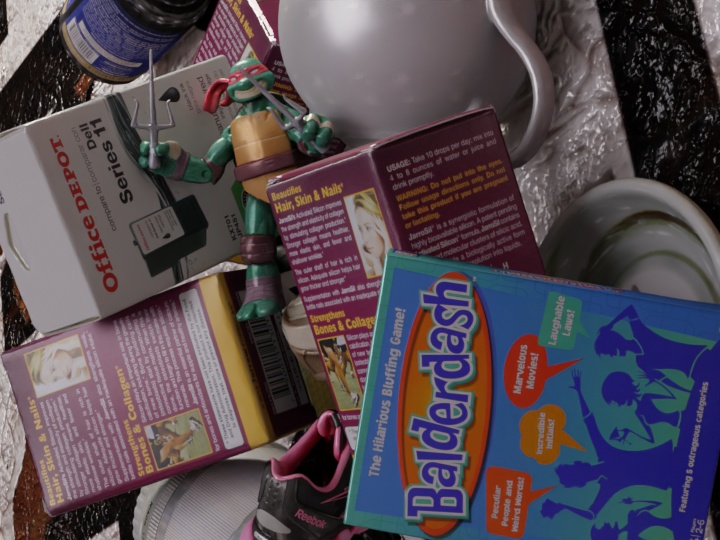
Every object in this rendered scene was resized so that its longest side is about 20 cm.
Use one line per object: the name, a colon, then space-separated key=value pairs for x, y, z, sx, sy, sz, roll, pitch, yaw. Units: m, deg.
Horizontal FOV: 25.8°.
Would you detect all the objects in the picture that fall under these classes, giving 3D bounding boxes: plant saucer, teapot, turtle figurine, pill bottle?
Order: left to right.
pill bottle: x=-0.216 y=-0.274 z=1.570 sx=0.199 sy=0.111 sz=0.113 roll=-29 pitch=62 yaw=52
turtle figurine: x=-0.067 y=-0.074 z=1.096 sx=0.148 sy=0.100 sz=0.203 roll=-17 pitch=93 yaw=32
teapot: x=0.037 y=-0.138 z=1.103 sx=0.200 sy=0.194 sz=0.148 roll=-55 pitch=-37 yaw=-79
plant saucer: x=0.174 y=0.046 z=0.971 sx=0.199 sy=0.050 sz=0.203 roll=-13 pitch=74 yaw=56

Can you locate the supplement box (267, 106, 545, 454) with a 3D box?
supplement box: x=0.040 y=0.017 z=0.980 sx=0.130 sy=0.102 sz=0.203 roll=-11 pitch=98 yaw=57

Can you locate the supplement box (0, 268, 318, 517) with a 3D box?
supplement box: x=-0.152 y=0.090 z=1.189 sx=0.198 sy=0.103 sz=0.133 roll=-19 pitch=87 yaw=19

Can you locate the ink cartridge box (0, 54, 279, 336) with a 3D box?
ink cartridge box: x=-0.164 y=-0.057 z=1.149 sx=0.083 sy=0.199 sz=0.148 roll=-15 pitch=99 yaw=47

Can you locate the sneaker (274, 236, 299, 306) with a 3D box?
sneaker: x=0.000 y=0.000 z=1.214 sx=0.200 sy=0.073 sz=0.112 roll=42 pitch=100 yaw=33

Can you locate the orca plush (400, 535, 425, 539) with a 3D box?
orca plush: x=0.058 y=0.181 z=1.096 sx=0.071 sy=0.104 sz=0.203 roll=20 pitch=105 yaw=46

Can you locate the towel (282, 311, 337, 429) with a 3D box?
towel: x=-0.019 y=0.044 z=1.301 sx=0.144 sy=0.023 sz=0.202 roll=-50 pitch=46 yaw=43

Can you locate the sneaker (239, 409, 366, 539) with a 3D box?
sneaker: x=-0.006 y=0.135 z=1.115 sx=0.078 sy=0.199 sz=0.097 roll=20 pitch=121 yaw=30

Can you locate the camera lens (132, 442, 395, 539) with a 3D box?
camera lens: x=-0.076 y=0.224 z=1.237 sx=0.199 sy=0.158 sz=0.162 roll=21 pitch=104 yaw=56

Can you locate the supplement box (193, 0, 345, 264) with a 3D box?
supplement box: x=-0.084 y=-0.123 z=1.313 sx=0.201 sy=0.102 sz=0.131 roll=-63 pitch=33 yaw=26

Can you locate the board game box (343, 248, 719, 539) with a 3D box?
board game box: x=0.099 y=0.080 z=0.871 sx=0.045 sy=0.197 sz=0.154 roll=-45 pitch=-37 yaw=-82

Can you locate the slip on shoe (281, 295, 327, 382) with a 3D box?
slip on shoe: x=0.044 y=0.034 z=1.110 sx=0.076 sy=0.197 sz=0.061 roll=-83 pitch=-26 yaw=-61
